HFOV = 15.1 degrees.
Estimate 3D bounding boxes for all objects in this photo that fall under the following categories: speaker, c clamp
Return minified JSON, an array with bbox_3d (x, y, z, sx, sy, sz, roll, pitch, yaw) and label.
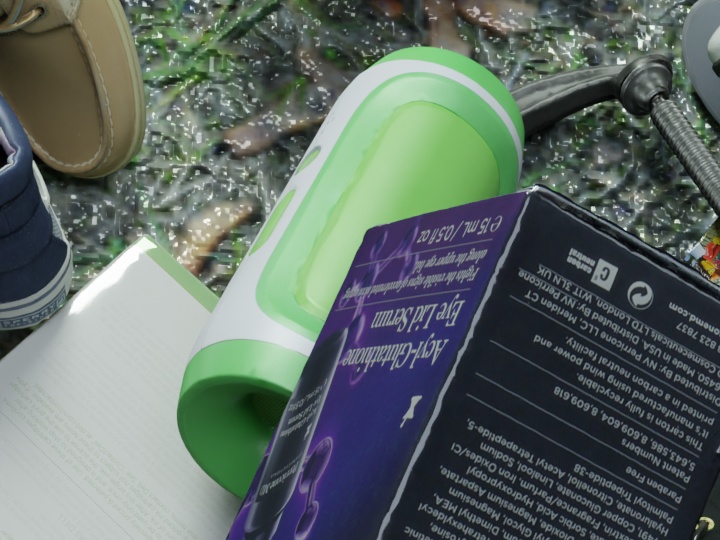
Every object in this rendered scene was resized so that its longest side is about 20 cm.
[{"bbox_3d":[0.000,0.000,1.070,0.088,0.089,0.200,24,48,6],"label":"speaker"},{"bbox_3d":[0.128,-0.024,1.134,0.170,0.027,0.200,-32,52,-6],"label":"c clamp"}]

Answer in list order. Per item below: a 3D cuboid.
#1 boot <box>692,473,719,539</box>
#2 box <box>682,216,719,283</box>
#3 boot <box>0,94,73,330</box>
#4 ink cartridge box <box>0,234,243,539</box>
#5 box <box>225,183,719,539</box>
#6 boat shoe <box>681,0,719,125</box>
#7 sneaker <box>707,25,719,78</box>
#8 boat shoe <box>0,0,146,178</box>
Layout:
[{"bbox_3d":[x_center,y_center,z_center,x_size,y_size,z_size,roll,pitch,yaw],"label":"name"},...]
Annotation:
[{"bbox_3d":[0.117,0.103,1.011,0.203,0.154,0.074,39,98,-5],"label":"boot"},{"bbox_3d":[0.215,0.056,1.129,0.200,0.038,0.137,37,66,12],"label":"box"},{"bbox_3d":[-0.181,-0.071,1.098,0.073,0.091,0.200,-32,56,-19],"label":"boot"},{"bbox_3d":[-0.104,0.099,1.067,0.145,0.048,0.200,42,66,14],"label":"ink cartridge box"},{"bbox_3d":[0.031,0.088,0.913,0.104,0.148,0.201,29,75,-17],"label":"box"},{"bbox_3d":[0.233,-0.063,1.181,0.200,0.074,0.065,37,35,17],"label":"boat shoe"},{"bbox_3d":[0.187,-0.176,1.121,0.115,0.076,0.201,42,82,-1],"label":"sneaker"},{"bbox_3d":[-0.154,-0.122,1.114,0.071,0.065,0.201,-20,106,24],"label":"boat shoe"}]
